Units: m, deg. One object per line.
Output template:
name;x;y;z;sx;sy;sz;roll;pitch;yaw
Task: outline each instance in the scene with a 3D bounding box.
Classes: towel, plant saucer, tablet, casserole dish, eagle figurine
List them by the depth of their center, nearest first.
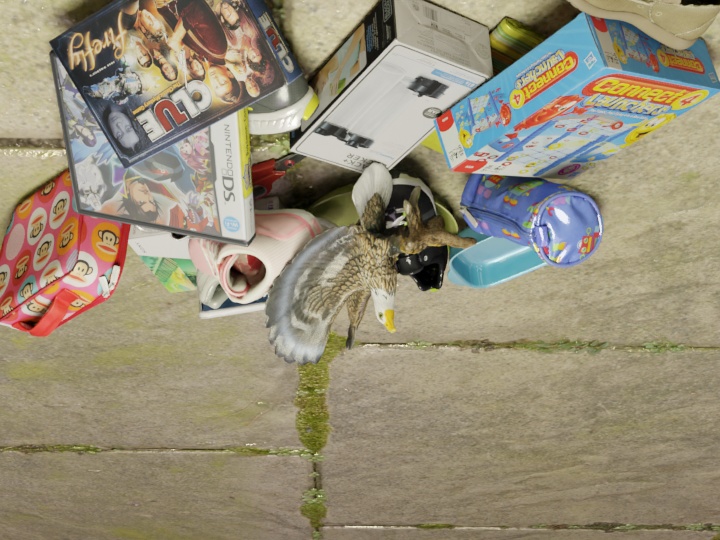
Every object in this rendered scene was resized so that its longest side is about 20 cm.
towel;0.119;-0.181;1.095;0.085;0.018;0.200;22;146;-25
eagle figurine;0.000;0.006;1.129;0.199;0.152;0.151;-32;121;34
casserole dish;0.193;-0.039;1.296;0.198;0.039;0.121;-23;150;19
plant saucer;0.019;-0.054;1.307;0.197;0.031;0.201;0;150;0
tablet;-0.106;0.028;1.361;0.197;0.014;0.130;-9;-167;-7

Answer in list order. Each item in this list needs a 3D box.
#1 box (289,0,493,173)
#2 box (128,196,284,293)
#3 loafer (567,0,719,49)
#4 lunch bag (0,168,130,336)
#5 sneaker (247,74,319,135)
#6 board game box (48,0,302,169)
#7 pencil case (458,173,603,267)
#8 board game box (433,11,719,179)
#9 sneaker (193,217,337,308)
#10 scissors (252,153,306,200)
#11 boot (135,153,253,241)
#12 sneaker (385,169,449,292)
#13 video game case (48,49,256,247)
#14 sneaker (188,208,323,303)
box;0.025;-0.174;1.054;0.115;0.061;0.200;14;149;-30
box;-0.174;-0.029;1.347;0.197;0.037;0.145;-6;150;13
loafer;0.234;-0.252;0.914;0.198;0.077;0.067;10;148;-35
lunch bag;-0.346;-0.010;1.233;0.199;0.178;0.081;-25;142;39
sneaker;-0.136;-0.179;1.058;0.197;0.075;0.085;-5;124;23
board game box;-0.167;-0.190;0.964;0.198;0.035;0.137;-22;106;28
pencil case;0.173;-0.061;1.143;0.086;0.079;0.200;-18;-161;-15
board game box;0.207;-0.158;1.030;0.198;0.057;0.195;-2;159;-42
sneaker;-0.108;-0.007;1.271;0.198;0.082;0.075;-15;146;22
scissors;-0.085;-0.116;1.216;0.198;0.014;0.073;-15;145;23
boot;-0.202;-0.071;1.192;0.073;0.096;0.199;38;133;-26
sneaker;0.059;-0.039;1.218;0.071;0.084;0.200;-14;148;21
video game case;-0.201;-0.120;1.061;0.197;0.026;0.183;11;127;14
sneaker;-0.140;-0.015;1.167;0.198;0.105;0.076;-5;117;42
